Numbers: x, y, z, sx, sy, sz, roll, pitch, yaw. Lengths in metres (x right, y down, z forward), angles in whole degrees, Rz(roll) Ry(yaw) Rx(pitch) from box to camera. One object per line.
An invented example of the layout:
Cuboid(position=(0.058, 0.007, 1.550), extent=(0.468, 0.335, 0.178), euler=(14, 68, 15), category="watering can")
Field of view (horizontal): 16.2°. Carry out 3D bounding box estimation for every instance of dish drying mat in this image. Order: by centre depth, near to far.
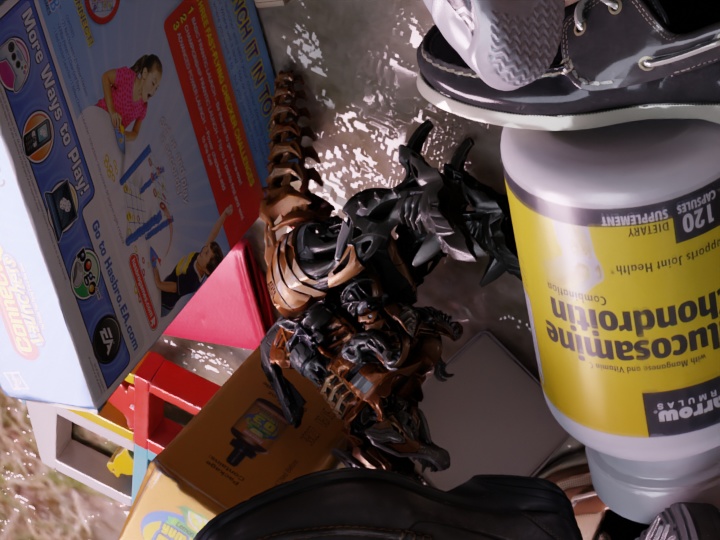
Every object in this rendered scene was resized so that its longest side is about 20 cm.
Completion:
Cuboid(position=(-0.138, -0.002, 1.359), extent=(0.199, 0.018, 0.077), euler=(9, 132, 26), category="dish drying mat")

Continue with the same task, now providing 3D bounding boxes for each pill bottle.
Cuboid(position=(0.130, 0.012, 1.125), extent=(0.111, 0.112, 0.201), euler=(8, 129, 28), category="pill bottle")

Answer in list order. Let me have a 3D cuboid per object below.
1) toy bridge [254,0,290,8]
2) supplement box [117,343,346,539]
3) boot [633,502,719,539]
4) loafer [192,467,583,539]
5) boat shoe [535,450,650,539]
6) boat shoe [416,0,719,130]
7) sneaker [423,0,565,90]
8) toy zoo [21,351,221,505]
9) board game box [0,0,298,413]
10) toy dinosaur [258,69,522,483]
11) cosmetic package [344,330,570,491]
Cuboid(position=(0.031, -0.155, 1.110), extent=(0.199, 0.027, 0.068), euler=(0, 125, 32), category="toy bridge")
Cuboid(position=(-0.050, 0.091, 1.241), extent=(0.066, 0.200, 0.069), euler=(33, 117, 5), category="supplement box")
Cuboid(position=(0.208, 0.167, 1.190), extent=(0.198, 0.066, 0.165), euler=(7, 153, -22), category="boot")
Cuboid(position=(0.020, 0.135, 1.134), extent=(0.072, 0.198, 0.073), euler=(-119, 36, -45), category="loafer")
Cuboid(position=(0.128, 0.131, 1.256), extent=(0.076, 0.072, 0.200), euler=(46, 136, -9), category="boat shoe")
Cuboid(position=(0.116, -0.101, 1.054), extent=(0.198, 0.072, 0.068), euler=(0, 128, 22), category="boat shoe")
Cuboid(position=(0.005, -0.149, 1.056), extent=(0.115, 0.075, 0.201), euler=(-34, 76, 39), category="sneaker")
Cuboid(position=(-0.116, 0.093, 1.411), extent=(0.199, 0.021, 0.132), euler=(25, 143, 13), category="toy zoo")
Cuboid(position=(-0.118, -0.076, 1.152), extent=(0.056, 0.196, 0.201), euler=(6, 128, 29), category="board game box")
Cuboid(position=(0.000, 0.000, 1.181), extent=(0.135, 0.102, 0.201), euler=(-28, 93, 21), category="toy dinosaur")
Cuboid(position=(0.020, 0.130, 1.299), extent=(0.071, 0.105, 0.200), euler=(44, 139, 7), category="cosmetic package")
